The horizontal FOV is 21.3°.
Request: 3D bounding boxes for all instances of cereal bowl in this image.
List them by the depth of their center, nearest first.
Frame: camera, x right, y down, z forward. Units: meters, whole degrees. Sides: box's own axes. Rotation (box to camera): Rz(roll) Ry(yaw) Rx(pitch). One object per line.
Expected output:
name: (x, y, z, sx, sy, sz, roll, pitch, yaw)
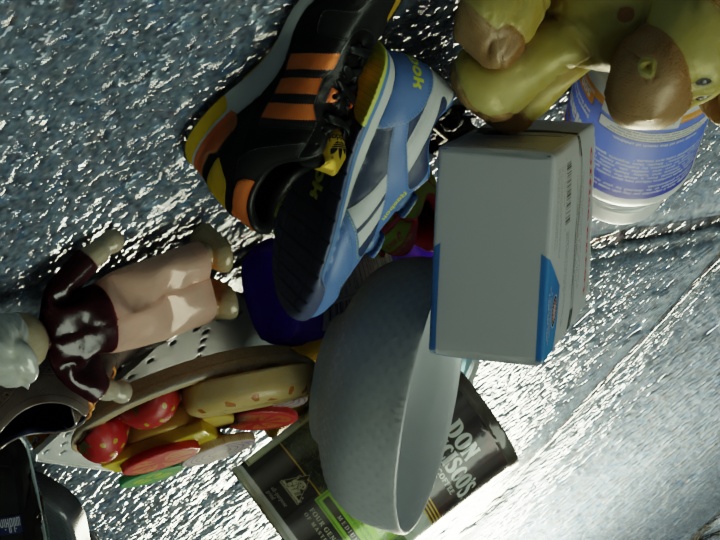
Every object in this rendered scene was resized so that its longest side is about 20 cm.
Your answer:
cereal bowl: (0.015, 0.085, 1.386, 0.200, 0.083, 0.201, 10, 90, -78)

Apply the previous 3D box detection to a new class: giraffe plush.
giraffe plush: (0.176, -0.155, 1.253, 0.200, 0.162, 0.172, -56, 160, 3)

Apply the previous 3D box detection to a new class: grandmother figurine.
grandmother figurine: (-0.176, 0.034, 1.294, 0.199, 0.122, 0.060, -17, -168, -37)

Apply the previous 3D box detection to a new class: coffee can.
coffee can: (0.012, 0.166, 1.617, 0.200, 0.147, 0.146, -37, 158, -7)

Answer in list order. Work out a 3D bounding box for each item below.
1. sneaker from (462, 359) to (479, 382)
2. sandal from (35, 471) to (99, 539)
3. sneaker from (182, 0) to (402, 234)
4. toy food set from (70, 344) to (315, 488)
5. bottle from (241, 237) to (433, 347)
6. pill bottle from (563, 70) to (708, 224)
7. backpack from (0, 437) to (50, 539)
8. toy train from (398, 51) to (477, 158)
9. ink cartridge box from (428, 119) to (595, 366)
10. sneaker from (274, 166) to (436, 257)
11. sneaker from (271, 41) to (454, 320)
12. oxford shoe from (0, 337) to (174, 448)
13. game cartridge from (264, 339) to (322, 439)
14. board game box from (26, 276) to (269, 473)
sneaker: (0.015, 0.115, 1.727, 0.200, 0.080, 0.130, -42, 158, 12)
sandal: (-0.241, 0.217, 1.573, 0.043, 0.076, 0.200, -55, 169, -29)
sneaker: (-0.024, -0.109, 1.214, 0.200, 0.090, 0.070, -45, 156, 22)
toy food set: (-0.117, 0.108, 1.426, 0.199, 0.049, 0.198, -21, 166, 4)
bottle: (0.000, 0.000, 1.472, 0.199, 0.084, 0.065, -17, -176, -44)
pill bottle: (0.218, -0.120, 1.515, 0.112, 0.112, 0.200, -29, 157, -17)
backpack: (-0.300, 0.226, 1.335, 0.150, 0.201, 0.177, -26, 167, 34)
toy train: (0.044, -0.114, 1.384, 0.046, 0.034, 0.200, -30, 160, 13)
ink cartridge box: (0.111, -0.026, 1.361, 0.200, 0.084, 0.146, -33, 126, -72)
sneaker: (0.004, -0.051, 1.369, 0.199, 0.091, 0.078, -2, 142, -51)
sneaker: (0.002, -0.053, 1.280, 0.082, 0.074, 0.201, 8, 114, -37)
oxford shoe: (-0.199, 0.075, 1.343, 0.199, 0.073, 0.071, -25, 155, -26)
game cartridge: (0.009, 0.054, 1.616, 0.199, 0.032, 0.176, -31, 165, -22)
board game box: (-0.142, 0.086, 1.510, 0.200, 0.026, 0.200, -42, 158, 12)
